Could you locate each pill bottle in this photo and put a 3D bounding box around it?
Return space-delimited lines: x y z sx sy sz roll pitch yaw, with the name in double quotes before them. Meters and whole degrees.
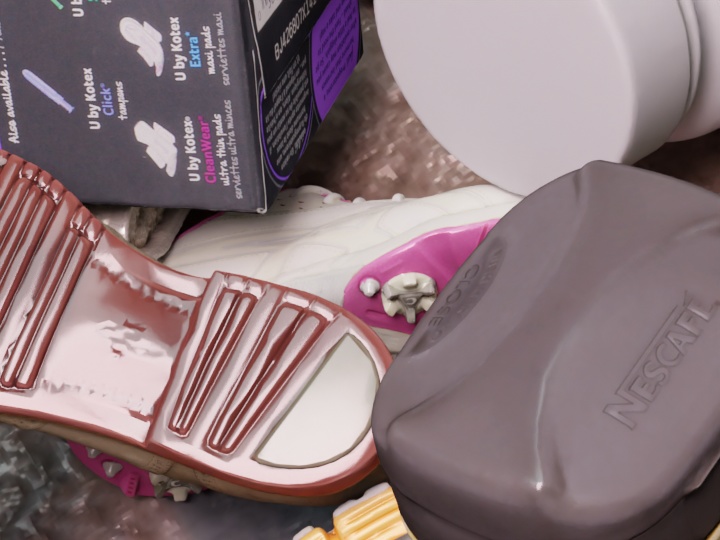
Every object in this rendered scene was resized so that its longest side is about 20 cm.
"pill bottle" 0.103 -0.109 0.837 0.113 0.114 0.200 21 44 35

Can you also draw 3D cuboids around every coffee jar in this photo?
"coffee jar" 0.074 0.070 0.668 0.085 0.200 0.104 20 60 35

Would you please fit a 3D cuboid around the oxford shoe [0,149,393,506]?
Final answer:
"oxford shoe" -0.079 0.022 0.780 0.200 0.075 0.071 25 76 17

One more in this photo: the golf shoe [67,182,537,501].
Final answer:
"golf shoe" 0.000 0.000 0.853 0.199 0.075 0.092 -17 43 7

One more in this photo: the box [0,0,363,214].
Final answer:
"box" -0.111 -0.093 0.846 0.199 0.106 0.122 3 29 15

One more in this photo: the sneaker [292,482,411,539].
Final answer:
"sneaker" -0.032 0.131 0.753 0.200 0.078 0.077 -33 71 5

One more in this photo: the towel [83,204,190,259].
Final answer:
"towel" -0.106 -0.047 0.927 0.132 0.035 0.200 -7 28 19
